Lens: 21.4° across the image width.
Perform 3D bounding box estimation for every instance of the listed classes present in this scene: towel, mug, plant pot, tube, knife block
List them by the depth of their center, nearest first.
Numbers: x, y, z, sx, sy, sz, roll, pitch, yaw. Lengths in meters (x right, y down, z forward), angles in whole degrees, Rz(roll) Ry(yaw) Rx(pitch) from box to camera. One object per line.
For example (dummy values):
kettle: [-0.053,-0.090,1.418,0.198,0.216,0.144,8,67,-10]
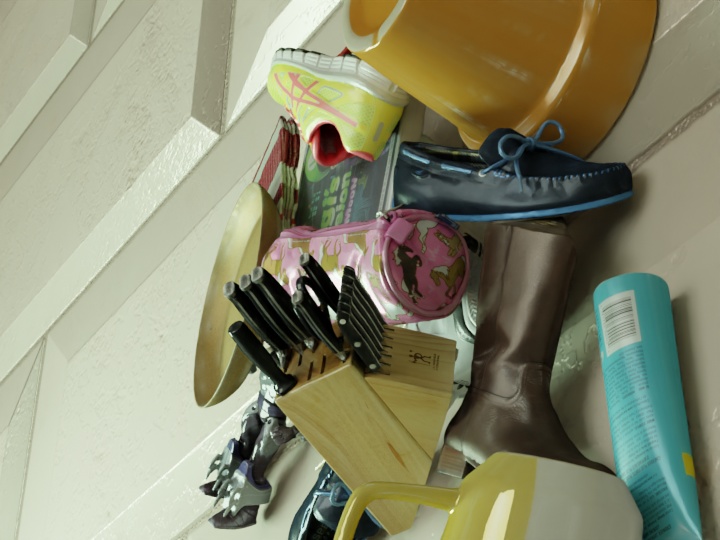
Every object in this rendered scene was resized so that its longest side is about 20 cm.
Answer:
mug: [0.092,0.190,1.163,0.149,0.186,0.153,1,74,55]
tube: [0.185,0.098,1.225,0.077,0.050,0.200,123,150,-54]
knife block: [-0.025,0.087,1.377,0.064,0.175,0.200,-80,3,-53]
plant pot: [0.094,-0.194,1.463,0.200,0.183,0.200,-45,34,42]
plant pot: [-0.103,0.023,1.641,0.200,0.027,0.200,-166,90,-76]
towel: [-0.084,-0.027,1.712,0.200,0.023,0.144,-92,22,-47]

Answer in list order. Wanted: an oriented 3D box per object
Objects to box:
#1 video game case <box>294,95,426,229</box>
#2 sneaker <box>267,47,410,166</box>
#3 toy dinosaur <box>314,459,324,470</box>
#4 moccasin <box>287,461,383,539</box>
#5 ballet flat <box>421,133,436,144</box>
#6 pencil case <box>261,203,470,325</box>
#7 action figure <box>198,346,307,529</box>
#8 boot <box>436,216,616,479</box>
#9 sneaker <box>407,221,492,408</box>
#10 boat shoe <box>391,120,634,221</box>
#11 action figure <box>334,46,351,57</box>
video game case: [-0.007,-0.070,1.619,0.182,0.023,0.200,-19,58,59]
sneaker: [-0.030,-0.134,1.594,0.200,0.078,0.090,16,90,64]
toy dinosaur: [-0.015,0.100,1.588,0.101,0.200,0.058,20,56,32]
moccasin: [-0.002,0.187,1.512,0.068,0.080,0.200,-76,8,-48]
ballet flat: [0.050,-0.066,1.619,0.067,0.068,0.200,-26,50,31]
pencil case: [0.000,0.000,1.455,0.200,0.083,0.087,-8,75,59]
action figure: [-0.085,0.133,1.713,0.130,0.069,0.200,47,121,47]
boot: [0.130,0.055,1.314,0.186,0.064,0.200,6,79,53]
sneaker: [0.061,0.024,1.496,0.115,0.075,0.200,-54,32,25]
boat shoe: [0.102,-0.072,1.398,0.200,0.084,0.069,-2,97,30]
action figure: [0.045,-0.247,1.726,0.200,0.065,0.099,-46,16,4]
